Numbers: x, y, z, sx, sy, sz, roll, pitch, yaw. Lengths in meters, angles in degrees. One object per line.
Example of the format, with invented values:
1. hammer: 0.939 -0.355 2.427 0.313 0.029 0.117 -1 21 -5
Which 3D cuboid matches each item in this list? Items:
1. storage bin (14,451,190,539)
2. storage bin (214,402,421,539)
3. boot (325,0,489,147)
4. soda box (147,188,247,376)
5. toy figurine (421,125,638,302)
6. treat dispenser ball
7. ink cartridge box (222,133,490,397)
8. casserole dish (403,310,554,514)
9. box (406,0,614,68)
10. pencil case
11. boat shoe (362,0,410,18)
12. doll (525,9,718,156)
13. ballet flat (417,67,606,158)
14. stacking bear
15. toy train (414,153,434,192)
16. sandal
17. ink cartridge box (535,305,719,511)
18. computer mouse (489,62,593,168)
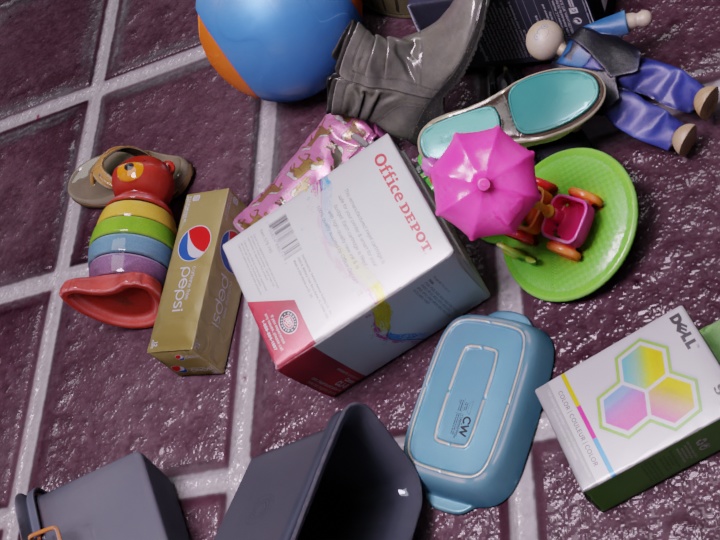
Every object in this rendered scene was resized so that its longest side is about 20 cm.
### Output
1. storage bin: -0.242 0.279 1.032 0.133 0.146 0.201 -30 50 -1
2. storage bin: -0.045 0.236 0.900 0.133 0.146 0.201 -20 29 34
3. boot: 0.043 -0.226 1.074 0.068 0.129 0.202 -86 19 -58
4. soda box: -0.176 0.013 1.187 0.063 0.068 0.203 -6 60 27
5. toy figurine: 0.125 -0.074 0.961 0.199 0.183 0.152 25 93 45
6. treat dispenser ball: -0.095 -0.302 1.240 0.198 0.201 0.204 -15 55 23
7. ink cartridge box: 0.000 0.000 1.023 0.198 0.145 0.147 -32 63 10
8. casserole dish: 0.104 0.122 0.972 0.120 0.039 0.203 8 68 35
9. box: 0.170 -0.312 1.141 0.197 0.105 0.150 -1 56 30
10. pencil case: -0.054 -0.095 1.171 0.083 0.087 0.200 42 88 11
11. boat shoe: 0.011 -0.372 1.301 0.198 0.075 0.069 26 69 30
12. doll: 0.249 -0.193 1.032 0.199 0.048 0.138 33 98 26
13. ballet flat: 0.152 -0.147 1.044 0.197 0.069 0.070 -13 56 25
14. stacking bear: -0.267 -0.046 1.246 0.119 0.114 0.203 -6 61 17
15. toy train: 0.066 -0.092 1.124 0.198 0.042 0.057 -27 61 14
16. sandal: -0.304 -0.127 1.358 0.197 0.054 0.081 1 64 31
17. ink cartridge box: 0.257 0.103 0.875 0.198 0.059 0.105 -31 51 12
18. computer mouse: 0.183 -0.159 1.096 0.058 0.034 0.201 -36 49 8
